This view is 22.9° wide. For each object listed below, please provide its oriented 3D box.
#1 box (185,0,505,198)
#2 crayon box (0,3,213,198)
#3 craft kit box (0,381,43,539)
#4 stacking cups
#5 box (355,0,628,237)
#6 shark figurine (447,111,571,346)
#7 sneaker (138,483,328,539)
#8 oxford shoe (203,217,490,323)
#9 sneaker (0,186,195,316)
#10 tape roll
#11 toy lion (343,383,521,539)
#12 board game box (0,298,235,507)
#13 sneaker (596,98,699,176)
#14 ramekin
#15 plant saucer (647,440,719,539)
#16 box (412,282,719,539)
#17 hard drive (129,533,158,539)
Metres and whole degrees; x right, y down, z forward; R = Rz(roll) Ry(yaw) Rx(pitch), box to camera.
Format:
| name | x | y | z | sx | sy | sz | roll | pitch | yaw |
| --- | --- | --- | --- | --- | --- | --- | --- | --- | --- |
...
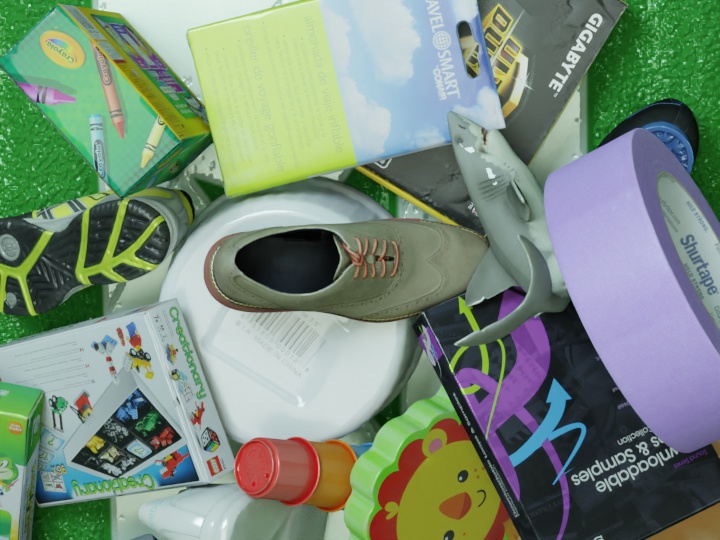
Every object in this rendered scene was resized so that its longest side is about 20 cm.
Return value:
| name | x | y | z | sx | sy | sz | roll | pitch | yaw |
| --- | --- | --- | --- | --- | --- | --- | --- | --- | --- |
| box | -0.009 | -0.132 | 1.234 | 0.200 | 0.048 | 0.122 | -13 | 97 | 6 |
| crayon box | -0.164 | -0.117 | 1.219 | 0.058 | 0.200 | 0.119 | -42 | 92 | 7 |
| craft kit box | -0.341 | 0.161 | 1.318 | 0.200 | 0.049 | 0.198 | 12 | 120 | 3 |
| stacking cups | -0.008 | 0.142 | 1.247 | 0.060 | 0.200 | 0.061 | -14 | 69 | 39 |
| box | 0.072 | -0.145 | 1.274 | 0.160 | 0.049 | 0.200 | 32 | 99 | 2 |
| shark figurine | 0.097 | 0.000 | 1.145 | 0.089 | 0.215 | 0.128 | -39 | 119 | 19 |
| sneaker | -0.087 | 0.177 | 1.266 | 0.088 | 0.200 | 0.075 | 10 | 82 | 22 |
| oxford shoe | 0.000 | 0.000 | 1.181 | 0.200 | 0.075 | 0.071 | -6 | 87 | -15 |
| sneaker | -0.206 | -0.016 | 1.297 | 0.200 | 0.076 | 0.076 | -7 | 104 | 29 |
| tape roll | 0.195 | 0.012 | 1.134 | 0.066 | 0.200 | 0.200 | -28 | 94 | 22 |
| toy lion | 0.080 | 0.136 | 1.247 | 0.191 | 0.069 | 0.200 | 12 | 100 | -38 |
| board game box | -0.184 | 0.099 | 1.277 | 0.200 | 0.035 | 0.126 | -13 | 98 | 43 |
| sneaker | 0.173 | -0.040 | 1.274 | 0.070 | 0.078 | 0.200 | 40 | 120 | -4 |
| ramekin | -0.052 | 0.034 | 1.281 | 0.200 | 0.098 | 0.201 | 1 | 97 | 5 |
| plant saucer | 0.253 | 0.191 | 1.268 | 0.200 | 0.032 | 0.201 | -3 | 122 | -5 |
| box | 0.143 | 0.092 | 1.191 | 0.143 | 0.036 | 0.200 | -24 | 79 | -16 |
| hard drive | -0.204 | 0.284 | 1.331 | 0.200 | 0.042 | 0.135 | -32 | 119 | 7 |
